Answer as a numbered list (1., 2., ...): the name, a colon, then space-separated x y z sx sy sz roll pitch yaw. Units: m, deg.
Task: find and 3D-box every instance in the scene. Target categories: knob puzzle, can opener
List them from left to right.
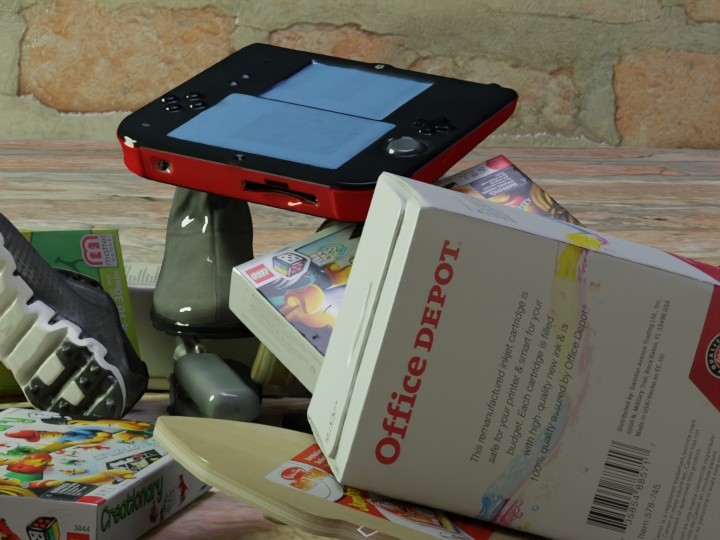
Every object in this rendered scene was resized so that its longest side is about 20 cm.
1. can opener: -0.079 0.075 1.493 0.067 0.054 0.200 0 9 -15
2. knob puzzle: -0.010 0.116 1.219 0.219 0.031 0.220 17 7 -2

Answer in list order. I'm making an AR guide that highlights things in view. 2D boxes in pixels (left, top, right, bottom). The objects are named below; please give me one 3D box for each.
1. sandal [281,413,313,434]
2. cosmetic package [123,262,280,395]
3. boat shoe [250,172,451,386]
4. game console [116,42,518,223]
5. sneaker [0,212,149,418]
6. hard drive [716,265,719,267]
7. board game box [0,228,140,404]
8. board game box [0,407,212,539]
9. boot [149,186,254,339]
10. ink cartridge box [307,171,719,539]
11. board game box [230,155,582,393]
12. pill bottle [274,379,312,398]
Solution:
1. sandal: 0.039 0.093 1.423 0.200 0.048 0.075 10 10 41
2. cosmetic package: -0.149 0.036 1.675 0.199 0.073 0.104 3 8 -2
3. boat shoe: 0.000 0.001 1.506 0.063 0.073 0.201 30 48 6
4. game console: -0.028 -0.090 1.499 0.199 0.031 0.177 13 35 28
5. sneaker: -0.201 0.019 1.502 0.200 0.066 0.090 47 20 10
6. hard drive: 0.330 0.017 1.543 0.199 0.140 0.038 -23 43 5
7. board game box: -0.239 0.031 1.538 0.199 0.102 0.048 -2 -15 -36
8. board game box: -0.160 0.109 1.275 0.126 0.035 0.200 5 8 13
9. boot: -0.098 -0.041 1.576 0.070 0.132 0.200 2 20 -10
10. ink cartridge box: 0.090 0.049 1.256 0.199 0.146 0.145 16 6 -11
11. board game box: 0.042 0.012 1.418 0.200 0.035 0.126 -24 50 -30
12. pill bottle: 0.045 0.035 1.604 0.199 0.116 0.116 1 8 -17
